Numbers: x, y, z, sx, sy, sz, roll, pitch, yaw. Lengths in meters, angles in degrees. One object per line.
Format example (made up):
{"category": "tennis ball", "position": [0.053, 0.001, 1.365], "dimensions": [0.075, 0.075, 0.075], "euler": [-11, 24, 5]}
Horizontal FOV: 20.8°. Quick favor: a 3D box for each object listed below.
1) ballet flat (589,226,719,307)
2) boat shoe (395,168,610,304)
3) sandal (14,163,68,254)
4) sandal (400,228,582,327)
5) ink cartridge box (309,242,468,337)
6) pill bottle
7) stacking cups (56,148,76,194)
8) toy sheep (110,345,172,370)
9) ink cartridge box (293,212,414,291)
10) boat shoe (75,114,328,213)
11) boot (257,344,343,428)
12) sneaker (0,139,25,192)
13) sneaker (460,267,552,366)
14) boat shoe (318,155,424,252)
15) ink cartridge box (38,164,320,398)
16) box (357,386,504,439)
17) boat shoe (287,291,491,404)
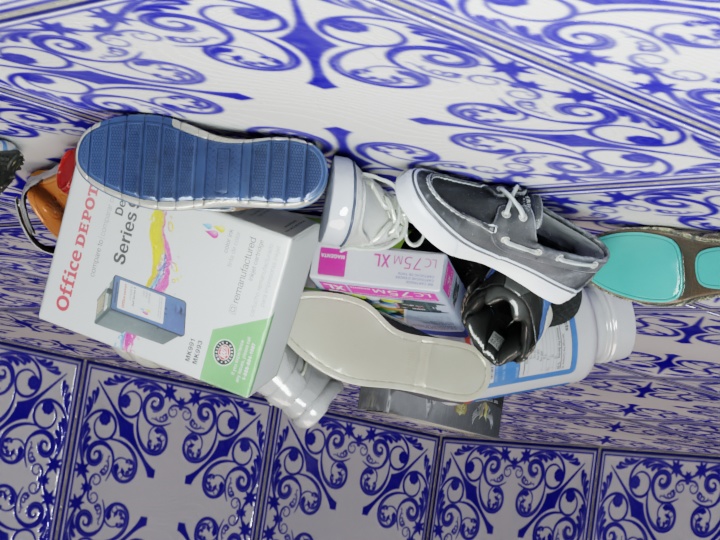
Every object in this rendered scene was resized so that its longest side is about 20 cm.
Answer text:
{"category": "ballet flat", "position": [0.287, -0.004, 1.663], "dimensions": [0.198, 0.069, 0.075], "euler": [0, -176, 33]}
{"category": "boat shoe", "position": [0.118, -0.039, 1.587], "dimensions": [0.199, 0.072, 0.068], "euler": [29, 129, -28]}
{"category": "sandal", "position": [-0.288, -0.053, 1.824], "dimensions": [0.079, 0.059, 0.207], "euler": [44, 162, -7]}
{"category": "sandal", "position": [0.124, -0.003, 1.847], "dimensions": [0.199, 0.076, 0.048], "euler": [19, -163, -26]}
{"category": "ink cartridge box", "position": [0.033, 0.022, 1.760], "dimensions": [0.118, 0.042, 0.200], "euler": [6, 168, 13]}
{"category": "pill bottle", "position": [0.165, 0.063, 1.938], "dimensions": [0.198, 0.113, 0.112], "euler": [-8, 178, -20]}
{"category": "stacking cups", "position": [-0.174, -0.067, 1.748], "dimensions": [0.199, 0.061, 0.060], "euler": [19, 167, -30]}
{"category": "toy sheep", "position": [-0.183, 0.028, 1.849], "dimensions": [0.198, 0.139, 0.138], "euler": [-2, 167, 32]}
{"category": "ink cartridge box", "position": [0.000, 0.000, 1.912], "dimensions": [0.198, 0.077, 0.148], "euler": [8, 172, 13]}
{"category": "boat shoe", "position": [-0.125, -0.075, 1.553], "dimensions": [0.198, 0.073, 0.072], "euler": [9, 173, -1]}
{"category": "boot", "position": [-0.062, 0.087, 1.788], "dimensions": [0.096, 0.074, 0.200], "euler": [45, -166, -7]}
{"category": "sneaker", "position": [-0.352, -0.099, 1.694], "dimensions": [0.072, 0.072, 0.200], "euler": [42, -173, 14]}
{"category": "sneaker", "position": [0.126, 0.044, 1.739], "dimensions": [0.076, 0.111, 0.200], "euler": [33, 150, 7]}
{"category": "boat shoe", "position": [0.012, -0.045, 1.602], "dimensions": [0.085, 0.075, 0.202], "euler": [8, 175, 0]}
{"category": "ink cartridge box", "position": [-0.152, 0.000, 1.643], "dimensions": [0.198, 0.147, 0.087], "euler": [21, -164, 12]}
{"category": "box", "position": [0.087, 0.093, 2.166], "dimensions": [0.048, 0.160, 0.199], "euler": [1, 168, 42]}
{"category": "boat shoe", "position": [0.015, 0.072, 1.734], "dimensions": [0.198, 0.073, 0.063], "euler": [18, 172, -10]}
